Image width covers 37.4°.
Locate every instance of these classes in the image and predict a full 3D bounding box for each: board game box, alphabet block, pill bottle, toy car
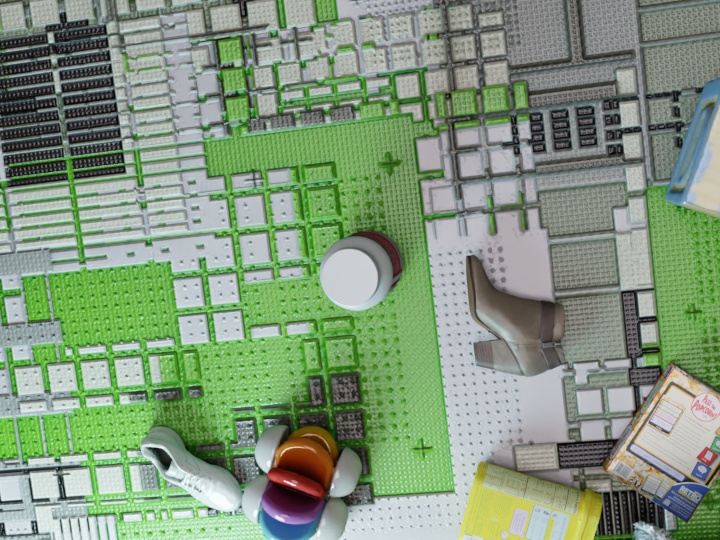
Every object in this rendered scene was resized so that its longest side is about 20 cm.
[{"bbox_3d":[0.495,0.266,1.650,0.151,0.046,0.200,32,100,5],"label":"board game box"},{"bbox_3d":[0.571,-0.155,1.518,0.200,0.196,0.196,18,100,7],"label":"alphabet block"},{"bbox_3d":[0.000,0.000,1.626,0.112,0.200,0.113,1,96,9],"label":"pill bottle"},{"bbox_3d":[-0.101,0.354,1.706,0.175,0.150,0.200,17,99,7],"label":"toy car"}]

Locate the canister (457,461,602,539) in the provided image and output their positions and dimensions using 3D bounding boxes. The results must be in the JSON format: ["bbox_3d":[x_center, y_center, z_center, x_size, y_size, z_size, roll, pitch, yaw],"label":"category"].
[{"bbox_3d":[0.266,0.397,1.684,0.200,0.087,0.149,16,98,9],"label":"canister"}]

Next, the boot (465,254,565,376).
[{"bbox_3d":[0.246,0.068,1.666,0.146,0.070,0.200,-6,96,4],"label":"boot"}]

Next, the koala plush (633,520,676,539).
[{"bbox_3d":[0.498,0.473,1.620,0.200,0.184,0.178,17,102,21],"label":"koala plush"}]

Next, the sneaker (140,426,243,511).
[{"bbox_3d":[-0.287,0.341,1.773,0.200,0.080,0.070,35,99,3],"label":"sneaker"}]
